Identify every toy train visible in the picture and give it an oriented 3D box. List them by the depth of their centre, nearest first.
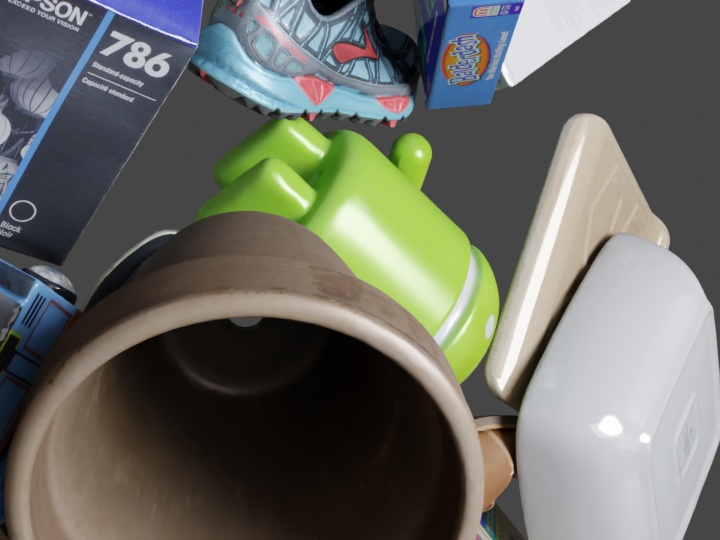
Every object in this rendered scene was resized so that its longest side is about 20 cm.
[{"bbox_3d":[-0.198,0.080,0.606,0.086,0.114,0.202,26,79,17],"label":"toy train"}]

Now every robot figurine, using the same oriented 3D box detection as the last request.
[{"bbox_3d":[0.000,0.000,0.784,0.200,0.115,0.177,42,36,-23],"label":"robot figurine"}]

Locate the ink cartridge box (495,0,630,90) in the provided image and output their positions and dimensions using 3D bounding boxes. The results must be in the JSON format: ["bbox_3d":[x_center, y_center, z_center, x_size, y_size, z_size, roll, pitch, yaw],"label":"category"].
[{"bbox_3d":[0.129,-0.215,0.921,0.199,0.050,0.110,-37,106,-30],"label":"ink cartridge box"}]

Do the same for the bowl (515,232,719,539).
[{"bbox_3d":[0.176,0.100,0.856,0.200,0.074,0.202,-54,141,-39],"label":"bowl"}]

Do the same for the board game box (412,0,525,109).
[{"bbox_3d":[0.051,-0.215,0.766,0.044,0.152,0.203,-5,76,-3],"label":"board game box"}]

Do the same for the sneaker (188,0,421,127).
[{"bbox_3d":[-0.010,-0.139,0.764,0.199,0.079,0.096,-15,135,-60],"label":"sneaker"}]

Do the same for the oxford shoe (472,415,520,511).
[{"bbox_3d":[0.056,0.121,0.786,0.199,0.071,0.072,8,70,-54],"label":"oxford shoe"}]

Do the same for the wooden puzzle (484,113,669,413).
[{"bbox_3d":[0.140,0.017,0.887,0.200,0.046,0.188,36,70,-57],"label":"wooden puzzle"}]

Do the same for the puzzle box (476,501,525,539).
[{"bbox_3d":[0.074,0.207,0.799,0.134,0.025,0.201,53,20,-21],"label":"puzzle box"}]

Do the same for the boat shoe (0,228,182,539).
[{"bbox_3d":[-0.134,0.065,0.727,0.074,0.062,0.201,40,66,-22],"label":"boat shoe"}]

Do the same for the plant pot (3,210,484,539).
[{"bbox_3d":[-0.053,0.057,0.614,0.197,0.175,0.203,-2,119,-4],"label":"plant pot"}]

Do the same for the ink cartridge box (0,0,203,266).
[{"bbox_3d":[-0.151,-0.095,0.662,0.098,0.201,0.039,19,33,-29],"label":"ink cartridge box"}]
